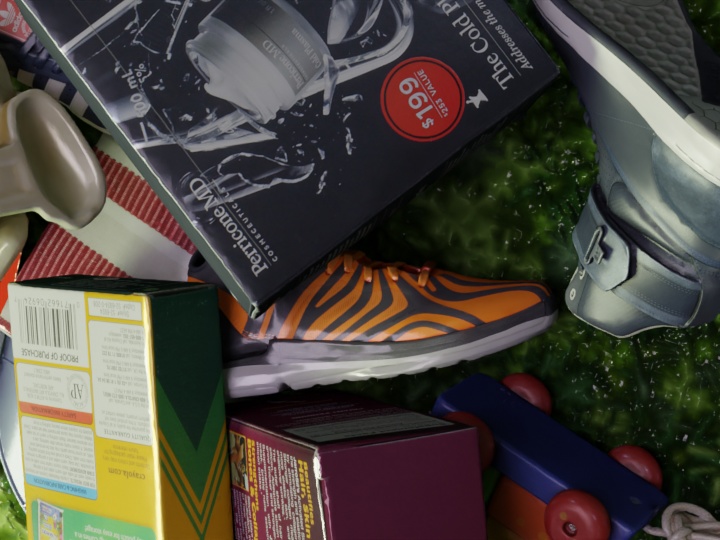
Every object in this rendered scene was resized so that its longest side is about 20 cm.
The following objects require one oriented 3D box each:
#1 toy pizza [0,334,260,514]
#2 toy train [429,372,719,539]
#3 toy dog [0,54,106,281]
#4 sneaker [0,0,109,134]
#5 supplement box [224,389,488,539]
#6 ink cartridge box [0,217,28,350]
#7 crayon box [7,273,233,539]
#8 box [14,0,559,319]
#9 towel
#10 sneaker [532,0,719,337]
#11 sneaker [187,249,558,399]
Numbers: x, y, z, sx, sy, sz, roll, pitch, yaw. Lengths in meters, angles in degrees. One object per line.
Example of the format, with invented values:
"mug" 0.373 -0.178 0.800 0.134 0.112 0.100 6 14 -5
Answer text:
"toy pizza" -0.139 0.089 1.002 0.200 0.032 0.201 4 97 28
"toy train" 0.112 0.151 0.853 0.200 0.085 0.116 34 120 21
"toy dog" -0.271 -0.055 0.946 0.200 0.139 0.194 -27 92 53
"sneaker" -0.171 -0.130 0.943 0.200 0.084 0.075 21 87 35
"supplement box" -0.013 0.127 0.850 0.200 0.085 0.111 -176 81 -68
"ink cartridge box" -0.295 0.029 1.052 0.160 0.047 0.201 29 110 34
"crayon box" -0.128 0.105 0.890 0.125 0.051 0.201 4 98 44
"box" -0.040 -0.110 0.803 0.182 0.104 0.200 -38 89 -6
"towel" -0.108 -0.017 0.953 0.144 0.023 0.200 33 94 22
"sneaker" 0.126 -0.059 0.822 0.147 0.077 0.203 104 148 -41
"sneaker" 0.000 0.000 0.874 0.199 0.078 0.113 -9 91 6
